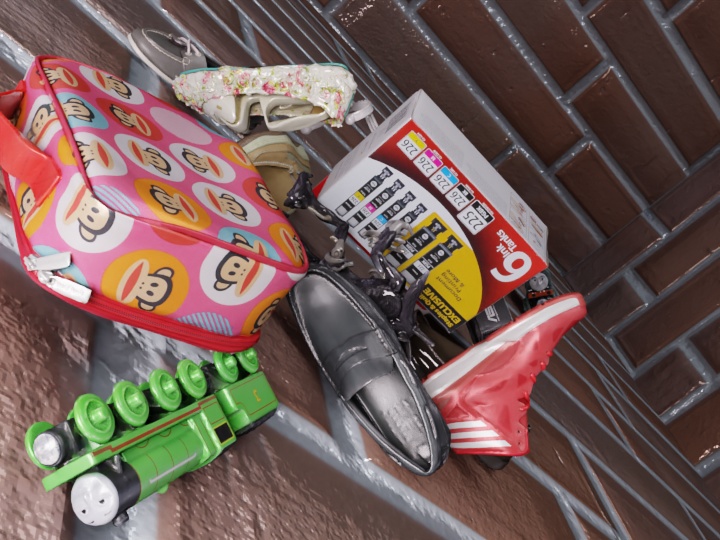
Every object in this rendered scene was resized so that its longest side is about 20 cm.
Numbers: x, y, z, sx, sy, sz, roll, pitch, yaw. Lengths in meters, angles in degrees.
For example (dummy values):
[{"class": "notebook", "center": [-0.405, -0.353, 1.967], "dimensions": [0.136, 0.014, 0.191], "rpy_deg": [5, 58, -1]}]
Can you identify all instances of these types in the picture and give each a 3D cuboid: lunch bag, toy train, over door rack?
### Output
[{"class": "lunch bag", "center": [-0.137, -0.049, 0.478], "dimensions": [0.175, 0.082, 0.200], "rpy_deg": [23, 22, -40]}, {"class": "toy train", "center": [0.412, 0.040, 1.866], "dimensions": [0.200, 0.084, 0.115], "rpy_deg": [-33, 111, -77]}, {"class": "toy train", "center": [-0.096, 0.079, 0.422], "dimensions": [0.057, 0.042, 0.200], "rpy_deg": [62, 16, 4]}, {"class": "over door rack", "center": [-0.025, -0.119, 0.929], "dimensions": [0.200, 0.066, 0.149], "rpy_deg": [21, -37, 58]}]

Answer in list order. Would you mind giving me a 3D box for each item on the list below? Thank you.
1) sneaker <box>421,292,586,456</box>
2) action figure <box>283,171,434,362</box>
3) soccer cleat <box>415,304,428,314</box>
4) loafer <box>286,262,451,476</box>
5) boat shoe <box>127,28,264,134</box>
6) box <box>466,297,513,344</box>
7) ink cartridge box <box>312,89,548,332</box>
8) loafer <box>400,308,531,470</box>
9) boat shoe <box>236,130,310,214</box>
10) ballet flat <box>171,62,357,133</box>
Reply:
[{"class": "sneaker", "center": [0.161, 0.114, 0.809], "dimensions": [0.116, 0.199, 0.078], "rpy_deg": [58, 1, 10]}, {"class": "action figure", "center": [0.000, 0.000, 0.746], "dimensions": [0.200, 0.119, 0.102], "rpy_deg": [46, 31, 11]}, {"class": "soccer cleat", "center": [0.083, 0.023, 1.041], "dimensions": [0.200, 0.077, 0.070], "rpy_deg": [-103, -171, -87]}, {"class": "loafer", "center": [0.006, 0.079, 0.661], "dimensions": [0.201, 0.068, 0.070], "rpy_deg": [54, 7, 1]}, {"class": "boat shoe", "center": [-0.171, -0.223, 0.900], "dimensions": [0.200, 0.057, 0.067], "rpy_deg": [30, 24, -53]}, {"class": "box", "center": [0.154, 0.029, 1.078], "dimensions": [0.200, 0.044, 0.161], "rpy_deg": [64, 8, -70]}, {"class": "ink cartridge box", "center": [0.061, -0.044, 0.819], "dimensions": [0.200, 0.175, 0.084], "rpy_deg": [44, 30, -15]}, {"class": "loafer", "center": [0.113, 0.116, 0.878], "dimensions": [0.201, 0.071, 0.073], "rpy_deg": [52, 15, 7]}, {"class": "boat shoe", "center": [-0.086, -0.094, 0.831], "dimensions": [0.077, 0.071, 0.200], "rpy_deg": [66, 17, 1]}, {"class": "ballet flat", "center": [-0.102, -0.172, 0.815], "dimensions": [0.076, 0.198, 0.065], "rpy_deg": [43, 48, -70]}]
